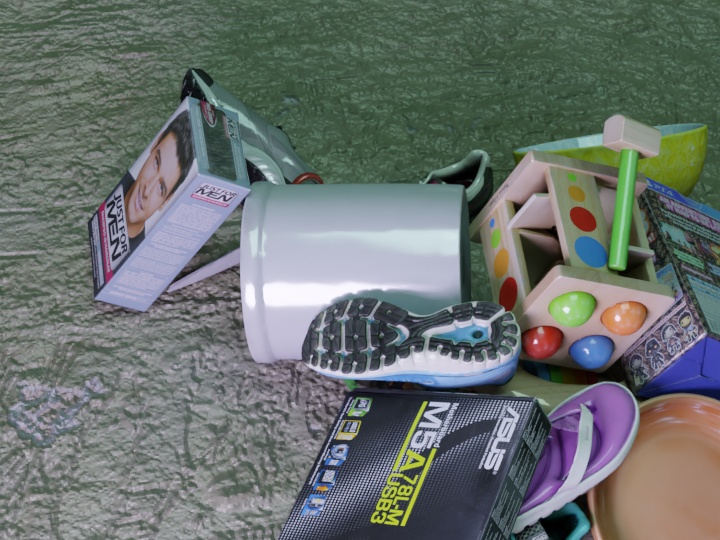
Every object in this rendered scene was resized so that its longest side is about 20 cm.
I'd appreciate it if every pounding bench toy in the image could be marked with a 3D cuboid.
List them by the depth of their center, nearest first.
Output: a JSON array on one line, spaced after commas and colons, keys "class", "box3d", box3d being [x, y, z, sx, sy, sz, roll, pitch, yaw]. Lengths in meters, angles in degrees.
[{"class": "pounding bench toy", "box3d": [0.203, -0.020, 1.440, 0.124, 0.200, 0.157, 10, 51, -24]}]

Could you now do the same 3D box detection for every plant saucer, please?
[{"class": "plant saucer", "box3d": [0.294, 0.212, 1.468, 0.199, 0.037, 0.201, 4, 72, -13]}]

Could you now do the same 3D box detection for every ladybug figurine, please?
[{"class": "ladybug figurine", "box3d": [0.180, 0.115, 1.523, 0.199, 0.072, 0.136, 4, 26, -19]}]

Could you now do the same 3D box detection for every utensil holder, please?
[{"class": "utensil holder", "box3d": [0.000, 0.000, 1.524, 0.199, 0.170, 0.171, -1, 51, 8]}]

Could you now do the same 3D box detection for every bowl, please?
[{"class": "bowl", "box3d": [0.261, -0.084, 1.670, 0.199, 0.200, 0.108, -11, 98, -15]}]

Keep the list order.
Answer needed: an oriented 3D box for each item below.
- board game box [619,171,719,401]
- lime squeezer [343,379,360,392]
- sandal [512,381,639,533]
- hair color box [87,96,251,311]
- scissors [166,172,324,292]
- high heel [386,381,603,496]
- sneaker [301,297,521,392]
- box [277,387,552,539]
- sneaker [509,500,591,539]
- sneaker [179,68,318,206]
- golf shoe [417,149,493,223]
[{"class": "board game box", "box3d": [0.312, 0.030, 1.558, 0.159, 0.097, 0.201, 20, 39, -36]}, {"class": "lime squeezer", "box3d": [-0.011, 0.142, 1.529, 0.070, 0.038, 0.201, -17, 50, 21]}, {"class": "sandal", "box3d": [0.166, 0.156, 1.388, 0.082, 0.050, 0.202, 31, 57, 35]}, {"class": "hair color box", "box3d": [-0.185, -0.060, 1.553, 0.060, 0.200, 0.099, 16, 45, -34]}, {"class": "scissors", "box3d": [-0.100, -0.021, 1.643, 0.200, 0.073, 0.014, -41, 35, -8]}, {"class": "high heel", "box3d": [0.112, 0.147, 1.459, 0.199, 0.071, 0.143, -10, 73, 16]}, {"class": "sneaker", "box3d": [0.044, 0.080, 1.432, 0.199, 0.090, 0.079, 2, 56, 16]}, {"class": "box", "box3d": [0.040, 0.191, 1.364, 0.192, 0.048, 0.201, -1, 49, 37]}, {"class": "sneaker", "box3d": [0.120, 0.243, 1.386, 0.200, 0.091, 0.078, -20, 68, -45]}, {"class": "sneaker", "box3d": [-0.121, -0.136, 1.709, 0.079, 0.074, 0.200, -25, 65, -35]}, {"class": "golf shoe", "box3d": [0.054, -0.055, 1.650, 0.200, 0.088, 0.077, -37, 65, -26]}]
